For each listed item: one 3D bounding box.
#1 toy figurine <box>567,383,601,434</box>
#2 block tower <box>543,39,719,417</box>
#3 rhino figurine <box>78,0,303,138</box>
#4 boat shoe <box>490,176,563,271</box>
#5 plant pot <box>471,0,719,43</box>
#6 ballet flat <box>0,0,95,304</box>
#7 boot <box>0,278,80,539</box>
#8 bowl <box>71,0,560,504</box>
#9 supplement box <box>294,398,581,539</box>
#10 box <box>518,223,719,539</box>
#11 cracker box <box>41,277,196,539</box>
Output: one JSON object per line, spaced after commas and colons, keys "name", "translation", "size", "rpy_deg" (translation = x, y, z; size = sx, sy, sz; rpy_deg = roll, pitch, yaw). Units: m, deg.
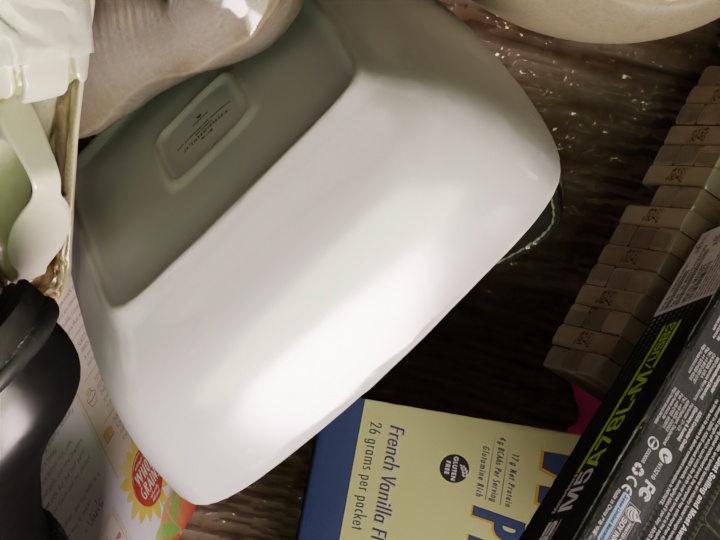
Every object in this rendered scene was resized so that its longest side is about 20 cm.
{"name": "toy figurine", "translation": [0.190, 0.046, 0.821], "size": [0.182, 0.150, 0.202], "rpy_deg": [11, 99, -3]}
{"name": "block tower", "translation": [0.151, -0.024, 0.755], "size": [0.058, 0.054, 0.201], "rpy_deg": [30, 84, -20]}
{"name": "rhino figurine", "translation": [-0.098, -0.098, 0.692], "size": [0.199, 0.088, 0.060], "rpy_deg": [-24, 152, 35]}
{"name": "boat shoe", "translation": [-0.001, -0.001, 0.791], "size": [0.199, 0.066, 0.072], "rpy_deg": [-15, 120, 1]}
{"name": "plant pot", "translation": [0.103, -0.167, 0.670], "size": [0.198, 0.135, 0.202], "rpy_deg": [-4, 121, -6]}
{"name": "ballet flat", "translation": [-0.122, -0.064, 0.633], "size": [0.069, 0.070, 0.201], "rpy_deg": [4, 130, -9]}
{"name": "boot", "translation": [-0.113, 0.109, 0.658], "size": [0.157, 0.080, 0.211], "rpy_deg": [32, 129, -10]}
{"name": "bowl", "translation": [-0.039, -0.033, 0.684], "size": [0.200, 0.200, 0.075], "rpy_deg": [-43, 122, 9]}
{"name": "supplement box", "translation": [0.070, 0.165, 0.782], "size": [0.198, 0.135, 0.200], "rpy_deg": [9, 156, 4]}
{"name": "box", "translation": [0.169, 0.109, 0.673], "size": [0.193, 0.200, 0.047], "rpy_deg": [44, 147, -13]}
{"name": "cracker box", "translation": [-0.151, 0.074, 0.771], "size": [0.057, 0.134, 0.201], "rpy_deg": [-3, 124, 25]}
